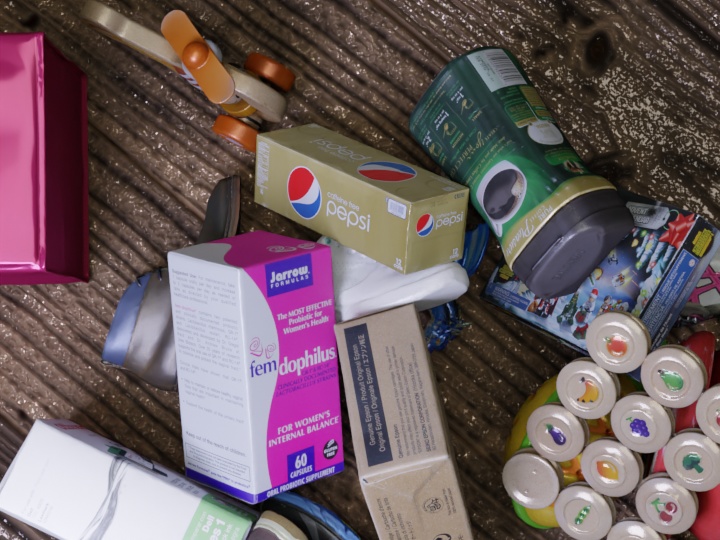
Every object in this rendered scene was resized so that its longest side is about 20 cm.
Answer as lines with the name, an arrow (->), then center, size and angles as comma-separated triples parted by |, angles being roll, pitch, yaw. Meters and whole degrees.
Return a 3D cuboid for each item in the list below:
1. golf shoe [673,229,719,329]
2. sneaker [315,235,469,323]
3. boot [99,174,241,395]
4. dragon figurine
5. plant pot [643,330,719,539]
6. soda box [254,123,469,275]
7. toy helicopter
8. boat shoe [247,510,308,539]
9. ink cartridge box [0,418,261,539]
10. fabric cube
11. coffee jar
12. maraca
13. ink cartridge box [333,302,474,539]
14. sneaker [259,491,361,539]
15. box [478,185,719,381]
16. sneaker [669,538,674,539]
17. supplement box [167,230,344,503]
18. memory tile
golf shoe -> 0.296, 0.006, 1.396 | 0.199, 0.073, 0.092 | 7, 81, -8
sneaker -> 0.000, 0.000, 1.360 | 0.200, 0.075, 0.089 | -12, 82, 37
boot -> -0.163, 0.007, 1.401 | 0.097, 0.075, 0.201 | 13, 89, -1
dragon figurine -> 0.080, -0.026, 1.405 | 0.099, 0.059, 0.200 | 28, 89, 2
plant pot -> 0.335, 0.148, 1.326 | 0.182, 0.200, 0.201 | 14, 87, 10
soda box -> -0.003, -0.064, 1.342 | 0.068, 0.200, 0.064 | -15, 120, -39
toy helicopter -> -0.154, -0.181, 1.381 | 0.200, 0.132, 0.079 | 27, 88, 3
boat shoe -> -0.073, 0.286, 1.337 | 0.072, 0.201, 0.066 | 28, 50, 33
ink cartridge box -> -0.193, 0.202, 1.355 | 0.200, 0.146, 0.085 | 26, 85, 2
fabric cube -> -0.344, -0.086, 1.347 | 0.199, 0.200, 0.197 | 0, 86, 1
coffee jar -> 0.131, -0.078, 1.299 | 0.200, 0.085, 0.104 | 56, 131, 22
maraca -> 0.196, 0.131, 1.367 | 0.107, 0.137, 0.200 | 29, 83, 40
ink cartridge box -> 0.041, 0.156, 1.301 | 0.075, 0.200, 0.165 | -15, 44, 2
sneaker -> -0.020, 0.271, 1.386 | 0.083, 0.071, 0.200 | -40, 90, -7
box -> 0.196, -0.002, 1.339 | 0.040, 0.200, 0.137 | 33, 87, -32
sneaker -> 0.197, 0.283, 1.379 | 0.199, 0.075, 0.081 | -14, 87, 0
supplement box -> -0.087, 0.077, 1.339 | 0.101, 0.103, 0.201 | -16, 108, -39
memory tile -> 0.208, 0.138, 1.254 | 0.153, 0.017, 0.200 | 34, 122, 13
